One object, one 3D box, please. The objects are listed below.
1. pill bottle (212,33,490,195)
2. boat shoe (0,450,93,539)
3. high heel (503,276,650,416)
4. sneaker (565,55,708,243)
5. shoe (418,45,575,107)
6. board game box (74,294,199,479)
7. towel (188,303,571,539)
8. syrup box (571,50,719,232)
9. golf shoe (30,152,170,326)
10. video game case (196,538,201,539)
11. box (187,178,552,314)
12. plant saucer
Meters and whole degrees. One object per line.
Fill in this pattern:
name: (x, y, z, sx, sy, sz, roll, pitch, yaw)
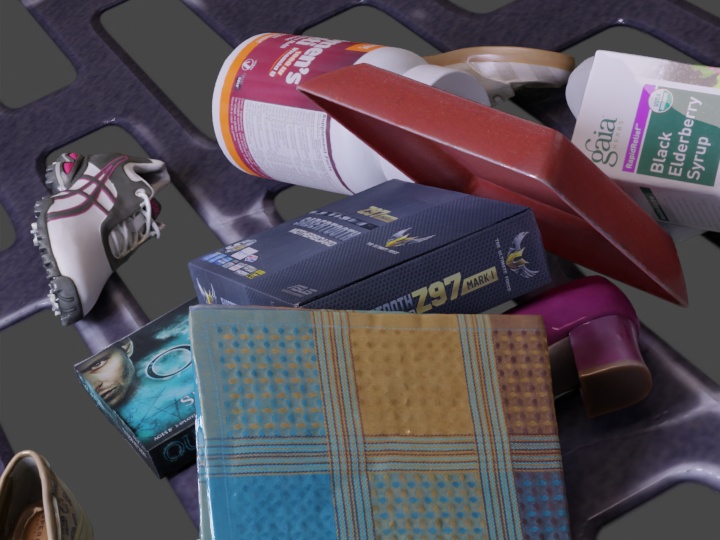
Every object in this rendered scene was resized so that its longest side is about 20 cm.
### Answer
pill bottle: (-0.007, -0.110, 1.337, 0.199, 0.110, 0.109, 13, 44, 43)
boat shoe: (-0.196, 0.186, 1.023, 0.073, 0.063, 0.201, -14, 34, 8)
high heel: (0.065, 0.056, 1.066, 0.198, 0.068, 0.096, -7, 35, -3)
sneaker: (0.172, -0.077, 1.229, 0.088, 0.076, 0.200, -35, 34, -3)
shoe: (0.069, -0.141, 1.408, 0.198, 0.054, 0.070, 0, 3, 23)
board game box: (-0.076, 0.049, 1.206, 0.199, 0.028, 0.135, -30, 33, -17)
towel: (0.009, 0.089, 0.965, 0.198, 0.022, 0.148, 1, 67, -14)
syrup box: (0.230, -0.068, 1.100, 0.198, 0.081, 0.080, 12, 79, 23)
golf shoe: (-0.192, -0.035, 1.362, 0.087, 0.078, 0.201, -9, 32, 4)
video game case: (-0.046, 0.195, 0.876, 0.181, 0.022, 0.199, -18, 36, -41)
box: (0.000, 0.000, 1.113, 0.156, 0.052, 0.200, -22, 16, -19)
plant saucer: (0.087, -0.057, 1.103, 0.199, 0.200, 0.037, 25, 85, 39)
